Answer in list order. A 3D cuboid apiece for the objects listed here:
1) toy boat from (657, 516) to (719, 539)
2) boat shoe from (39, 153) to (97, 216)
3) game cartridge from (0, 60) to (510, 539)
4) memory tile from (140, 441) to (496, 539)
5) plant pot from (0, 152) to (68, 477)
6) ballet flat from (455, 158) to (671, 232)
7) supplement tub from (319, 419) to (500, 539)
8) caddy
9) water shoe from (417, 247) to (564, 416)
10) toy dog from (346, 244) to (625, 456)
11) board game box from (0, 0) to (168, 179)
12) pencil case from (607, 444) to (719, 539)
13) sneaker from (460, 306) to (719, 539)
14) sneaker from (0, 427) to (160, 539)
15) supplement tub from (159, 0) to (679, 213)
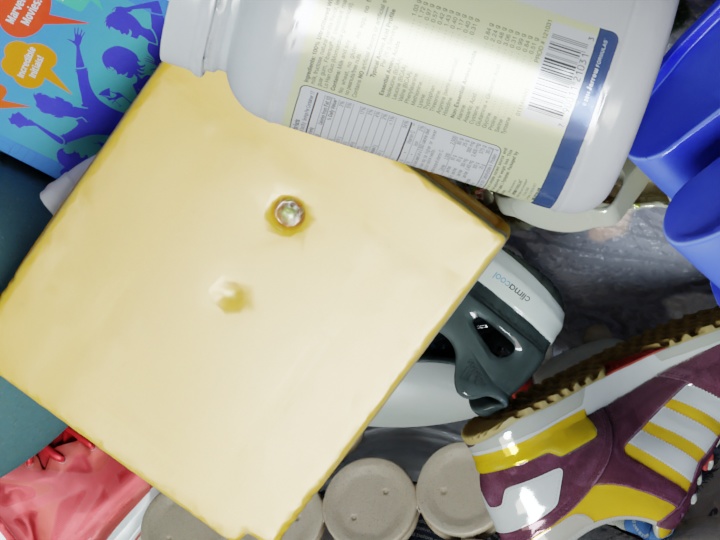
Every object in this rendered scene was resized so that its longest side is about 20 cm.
[{"bbox_3d":[0.159,0.217,1.305,0.131,0.130,0.200,53,161,24],"label":"toy boat"},{"bbox_3d":[-0.096,0.027,1.280,0.065,0.074,0.200,-26,114,-3],"label":"boat shoe"},{"bbox_3d":[-0.058,0.008,1.204,0.176,0.032,0.200,36,107,-2],"label":"game cartridge"},{"bbox_3d":[-0.016,0.171,1.310,0.200,0.154,0.017,-9,158,13],"label":"memory tile"},{"bbox_3d":[-0.197,0.017,1.323,0.134,0.200,0.200,-12,139,-10],"label":"plant pot"},{"bbox_3d":[0.135,-0.046,1.216,0.200,0.064,0.076,-8,132,25],"label":"ballet flat"},{"bbox_3d":[0.022,0.189,1.410,0.140,0.200,0.141,9,139,8],"label":"supplement tub"},{"bbox_3d":[0.208,-0.062,1.091,0.105,0.142,0.200,31,114,-31],"label":"caddy"},{"bbox_3d":[0.000,0.000,1.252,0.200,0.079,0.072,27,168,27],"label":"water shoe"},{"bbox_3d":[0.039,0.039,1.343,0.200,0.096,0.132,14,138,-20],"label":"toy dog"},{"bbox_3d":[-0.152,-0.119,1.244,0.200,0.045,0.152,27,138,-12],"label":"board game box"},{"bbox_3d":[0.209,0.133,1.380,0.200,0.078,0.089,23,141,-8],"label":"pencil case"},{"bbox_3d":[0.146,0.080,1.268,0.075,0.200,0.090,-8,103,69],"label":"sneaker"},{"bbox_3d":[-0.155,0.092,1.394,0.115,0.078,0.200,28,96,-19],"label":"sneaker"},{"bbox_3d":[0.027,-0.118,1.109,0.200,0.145,0.145,18,139,-1],"label":"supplement tub"}]
